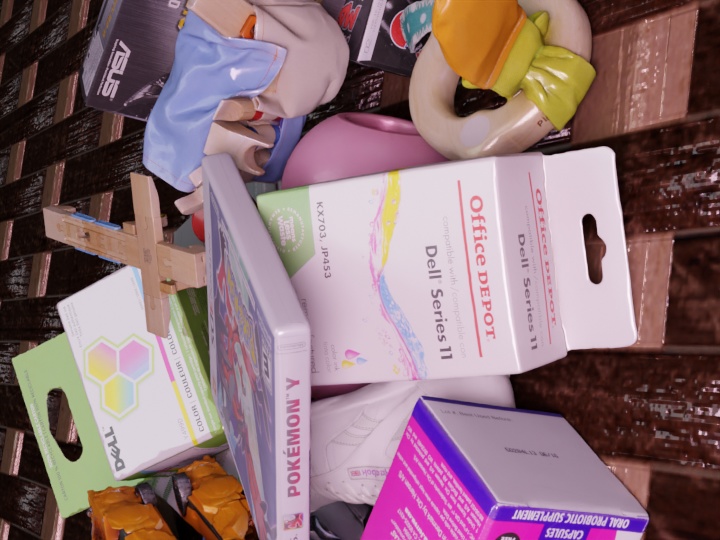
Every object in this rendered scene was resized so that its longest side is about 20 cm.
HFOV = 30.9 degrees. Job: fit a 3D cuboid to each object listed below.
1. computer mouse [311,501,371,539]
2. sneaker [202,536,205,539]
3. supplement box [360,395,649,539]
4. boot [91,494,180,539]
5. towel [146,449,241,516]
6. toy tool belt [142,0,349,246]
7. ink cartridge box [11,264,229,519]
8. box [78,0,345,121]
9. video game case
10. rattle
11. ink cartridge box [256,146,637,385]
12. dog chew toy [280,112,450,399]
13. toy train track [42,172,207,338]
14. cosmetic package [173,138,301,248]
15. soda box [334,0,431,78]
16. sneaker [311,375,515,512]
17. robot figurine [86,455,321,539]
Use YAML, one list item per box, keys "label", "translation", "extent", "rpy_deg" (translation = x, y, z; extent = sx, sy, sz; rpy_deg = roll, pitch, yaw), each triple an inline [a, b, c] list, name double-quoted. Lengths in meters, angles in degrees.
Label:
- label: "computer mouse"
  translation: [-0.016, 0.148, 0.897]
  extent: [0.141, 0.046, 0.201]
  rpy_deg: [-59, 41, 31]
- label: "sneaker"
  translation: [-0.084, 0.219, 0.955]
  extent: [0.200, 0.076, 0.086]
  rpy_deg: [164, 102, -67]
- label: "supplement box"
  translation: [0.056, 0.185, 0.713]
  extent: [0.103, 0.100, 0.201]
  rpy_deg: [51, 126, 54]
- label: "boot"
  translation: [-0.194, 0.229, 1.135]
  extent: [0.156, 0.072, 0.201]
  rpy_deg: [-114, 9, -52]
- label: "towel"
  translation: [-0.135, 0.128, 1.063]
  extent: [0.199, 0.031, 0.150]
  rpy_deg: [36, 119, 20]
- label: "toy tool belt"
  translation: [-0.098, -0.101, 0.881]
  extent: [0.124, 0.123, 0.201]
  rpy_deg: [30, 111, 27]
- label: "ink cartridge box"
  translation: [-0.191, 0.093, 1.001]
  extent: [0.199, 0.076, 0.149]
  rpy_deg: [-26, 77, 18]
- label: "box"
  translation: [-0.097, -0.194, 0.935]
  extent: [0.201, 0.157, 0.048]
  rpy_deg: [-62, 31, 28]
- label: "video game case"
  translation: [-0.064, 0.056, 0.768]
  extent: [0.200, 0.023, 0.184]
  rpy_deg: [-120, 27, -54]
- label: "rattle"
  translation: [0.046, -0.161, 0.799]
  extent: [0.130, 0.142, 0.201]
  rpy_deg: [-51, 41, 29]
- label: "ink cartridge box"
  translation: [0.045, -0.001, 0.725]
  extent: [0.199, 0.067, 0.118]
  rpy_deg: [-7, 92, 33]
- label: "dog chew toy"
  translation: [0.000, 0.000, 0.869]
  extent: [0.124, 0.124, 0.202]
  rpy_deg: [38, 121, 59]
- label: "toy train track"
  translation: [-0.164, -0.021, 0.937]
  extent: [0.199, 0.032, 0.116]
  rpy_deg: [15, 115, 45]
- label: "cosmetic package"
  translation: [-0.076, -0.016, 1.046]
  extent: [0.200, 0.090, 0.108]
  rpy_deg: [-35, 54, 49]
- label: "soda box"
  translation: [-0.009, -0.199, 1.007]
  extent: [0.200, 0.063, 0.071]
  rpy_deg: [32, 109, 60]
- label: "sneaker"
  translation: [0.012, 0.118, 0.804]
  extent: [0.199, 0.075, 0.100]
  rpy_deg: [-34, 52, 30]
- label: "robot figurine"
  translation: [-0.110, 0.190, 0.872]
  extent: [0.200, 0.144, 0.059]
  rpy_deg: [-147, 47, -60]
